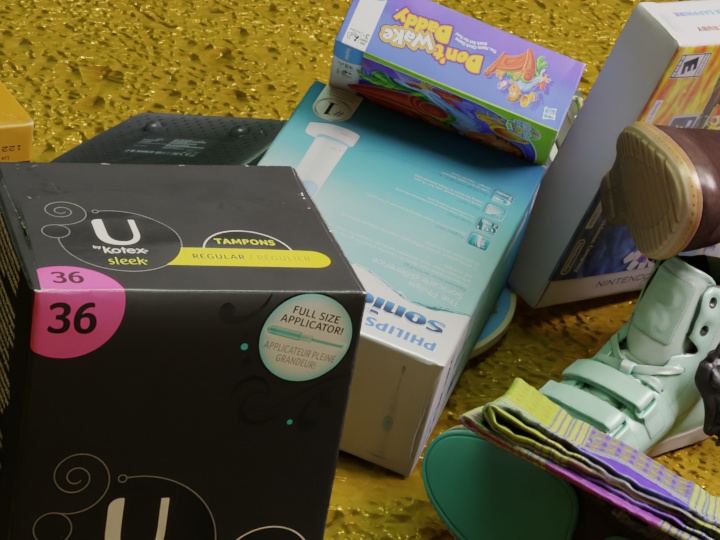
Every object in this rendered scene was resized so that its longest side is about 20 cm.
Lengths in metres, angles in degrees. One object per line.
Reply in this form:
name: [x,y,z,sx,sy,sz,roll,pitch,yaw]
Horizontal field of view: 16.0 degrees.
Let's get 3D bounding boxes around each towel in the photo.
towel: [0.149,0.106,1.236,0.200,0.023,0.144,27,6,10]

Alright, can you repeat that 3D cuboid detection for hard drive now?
hard drive: [-0.135,-0.040,1.495,0.135,0.042,0.200,5,26,32]

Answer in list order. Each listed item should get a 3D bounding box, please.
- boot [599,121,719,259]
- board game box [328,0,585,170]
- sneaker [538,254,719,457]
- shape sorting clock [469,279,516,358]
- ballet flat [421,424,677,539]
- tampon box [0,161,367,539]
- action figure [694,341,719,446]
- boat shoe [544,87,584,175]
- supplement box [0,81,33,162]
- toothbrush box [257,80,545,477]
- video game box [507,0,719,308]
boot: [0.221,-0.052,1.367,0.166,0.073,0.200,-8,2,-2]
board game box: [0.049,-0.091,1.501,0.134,0.200,0.045,23,73,3]
sneaker: [0.135,0.050,1.366,0.074,0.119,0.200,28,32,31]
shape sorting clock: [-0.006,-0.001,1.507,0.199,0.039,0.200,7,27,-4]
ballet flat: [0.117,0.140,1.262,0.200,0.072,0.072,30,33,34]
tampon box: [-0.096,0.066,1.169,0.149,0.200,0.126,-1,29,-18]
action figure: [0.268,0.096,1.326,0.119,0.102,0.200,-13,45,-45]
boat shoe: [0.131,-0.078,1.664,0.060,0.072,0.202,0,24,-9]
supplement box: [-0.266,-0.021,1.281,0.132,0.200,0.197,-6,31,-28]
toothbrush box: [0.000,0.000,1.405,0.146,0.085,0.200,21,38,7]
video game box: [0.193,-0.072,1.518,0.182,0.200,0.047,-11,49,-42]
